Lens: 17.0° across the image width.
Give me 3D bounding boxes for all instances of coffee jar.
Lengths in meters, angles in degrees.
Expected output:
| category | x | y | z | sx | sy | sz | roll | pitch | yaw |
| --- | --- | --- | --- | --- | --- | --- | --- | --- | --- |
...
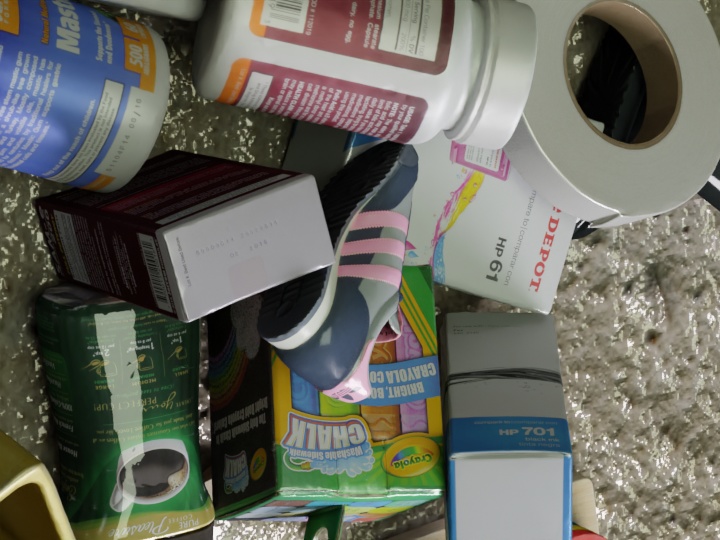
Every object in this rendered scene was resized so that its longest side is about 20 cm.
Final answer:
| category | x | y | z | sx | sy | sz | roll | pitch | yaw |
| --- | --- | --- | --- | --- | --- | --- | --- | --- | --- |
| coffee jar | -0.153 | 0.106 | 1.574 | 0.104 | 0.085 | 0.200 | -9 | 103 | -27 |

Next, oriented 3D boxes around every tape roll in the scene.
| category | x | y | z | sx | sy | sz | roll | pitch | yaw |
| --- | --- | --- | --- | --- | --- | --- | --- | --- | --- |
| tape roll | 0.170 | -0.131 | 1.663 | 0.203 | 0.037 | 0.203 | 9 | 74 | -34 |

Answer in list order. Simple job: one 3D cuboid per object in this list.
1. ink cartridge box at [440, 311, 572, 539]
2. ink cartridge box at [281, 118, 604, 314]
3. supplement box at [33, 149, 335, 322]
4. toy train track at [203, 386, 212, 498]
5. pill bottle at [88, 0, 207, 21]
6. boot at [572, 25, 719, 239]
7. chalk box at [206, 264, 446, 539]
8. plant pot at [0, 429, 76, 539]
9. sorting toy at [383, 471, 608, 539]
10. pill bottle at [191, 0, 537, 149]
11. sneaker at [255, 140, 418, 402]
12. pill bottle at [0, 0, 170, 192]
| category | x | y | z | sx | sy | sz | roll | pitch | yaw |
| --- | --- | --- | --- | --- | --- | --- | --- | --- | --- |
| ink cartridge box | 0.097 | 0.136 | 1.639 | 0.086 | 0.200 | 0.147 | -1 | 116 | 3 |
| ink cartridge box | 0.055 | -0.065 | 1.663 | 0.200 | 0.085 | 0.145 | 17 | 90 | -33 |
| supplement box | -0.113 | -0.025 | 1.504 | 0.109 | 0.200 | 0.061 | -22 | 108 | -25 |
| toy train track | -0.032 | 0.093 | 1.673 | 0.200 | 0.033 | 0.115 | -43 | 117 | -18 |
| pill bottle | -0.132 | -0.263 | 1.501 | 0.111 | 0.111 | 0.200 | 11 | 93 | -31 |
| boot | 0.229 | -0.083 | 1.768 | 0.162 | 0.073 | 0.198 | 30 | 78 | -29 |
| chalk box | -0.023 | 0.103 | 1.584 | 0.124 | 0.125 | 0.200 | 2 | 77 | -23 |
| plant pot | -0.300 | 0.161 | 1.420 | 0.194 | 0.200 | 0.196 | -38 | 148 | -19 |
| sorting toy | 0.110 | 0.275 | 1.770 | 0.200 | 0.070 | 0.199 | -17 | 107 | -26 |
| pill bottle | 0.003 | -0.143 | 1.518 | 0.200 | 0.114 | 0.114 | 12 | 93 | -13 |
| sneaker | 0.000 | 0.000 | 1.522 | 0.082 | 0.070 | 0.200 | 50 | 45 | -23 |
| pill bottle | -0.227 | -0.123 | 1.470 | 0.200 | 0.112 | 0.112 | 15 | 91 | -32 |
